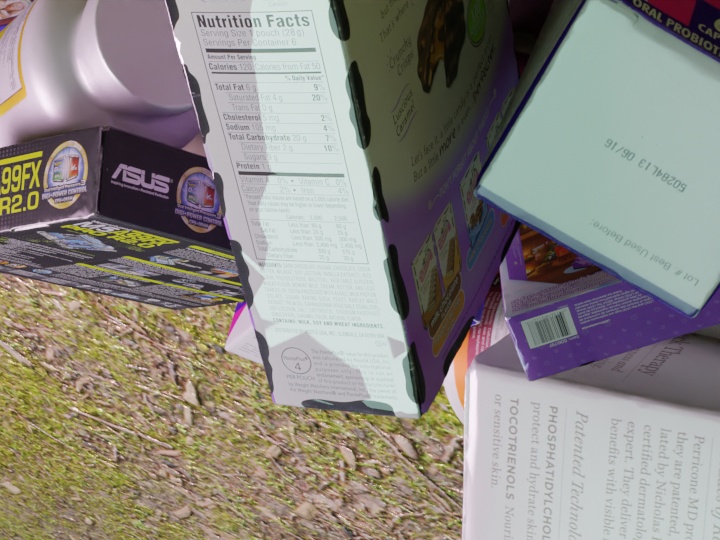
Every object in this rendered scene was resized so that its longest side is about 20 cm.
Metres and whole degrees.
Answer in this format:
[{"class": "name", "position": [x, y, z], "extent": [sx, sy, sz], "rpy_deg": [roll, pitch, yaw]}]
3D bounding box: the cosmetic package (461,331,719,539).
[{"class": "cosmetic package", "position": [0.174, 0.116, 0.888], "extent": [0.198, 0.167, 0.168], "rpy_deg": [9, 109, 25]}]

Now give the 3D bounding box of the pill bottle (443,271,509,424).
[{"class": "pill bottle", "position": [0.157, 0.053, 1.046], "extent": [0.198, 0.110, 0.110], "rpy_deg": [0, 141, 37]}]

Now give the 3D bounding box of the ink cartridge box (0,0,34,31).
[{"class": "ink cartridge box", "position": [-0.151, -0.164, 0.966], "extent": [0.198, 0.044, 0.198], "rpy_deg": [-13, 153, 20]}]

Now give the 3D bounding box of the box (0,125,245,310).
[{"class": "box", "position": [-0.113, -0.021, 0.881], "extent": [0.159, 0.045, 0.199], "rpy_deg": [-7, 165, 40]}]

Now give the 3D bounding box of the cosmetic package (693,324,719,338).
[{"class": "cosmetic package", "position": [0.187, -0.025, 0.868], "extent": [0.198, 0.102, 0.072], "rpy_deg": [11, 146, 30]}]

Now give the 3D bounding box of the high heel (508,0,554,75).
[{"class": "high heel", "position": [0.090, -0.069, 0.829], "extent": [0.067, 0.201, 0.097], "rpy_deg": [-2, 130, -29]}]

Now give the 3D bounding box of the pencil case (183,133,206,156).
[{"class": "pencil case", "position": [-0.093, -0.052, 1.022], "extent": [0.199, 0.078, 0.090], "rpy_deg": [-10, 110, 43]}]

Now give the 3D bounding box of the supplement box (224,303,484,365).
[{"class": "supplement box", "position": [0.000, 0.000, 1.098], "extent": [0.103, 0.102, 0.200], "rpy_deg": [22, 154, -16]}]

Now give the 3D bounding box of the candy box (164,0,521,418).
[{"class": "candy box", "position": [0.005, -0.073, 0.685], "extent": [0.071, 0.168, 0.202], "rpy_deg": [2, 125, 24]}]

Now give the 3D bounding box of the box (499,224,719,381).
[{"class": "box", "position": [0.160, -0.028, 0.779], "extent": [0.198, 0.137, 0.039], "rpy_deg": [-18, 119, 11]}]

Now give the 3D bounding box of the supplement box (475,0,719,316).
[{"class": "supplement box", "position": [0.131, -0.093, 0.698], "extent": [0.101, 0.201, 0.104], "rpy_deg": [29, 126, -2]}]

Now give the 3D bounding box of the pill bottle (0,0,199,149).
[{"class": "pill bottle", "position": [-0.138, -0.097, 0.884], "extent": [0.104, 0.105, 0.199], "rpy_deg": [39, 156, -18]}]
